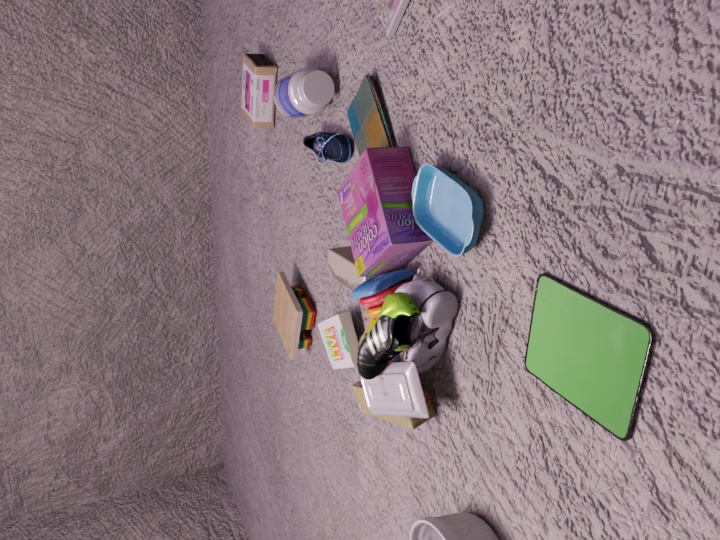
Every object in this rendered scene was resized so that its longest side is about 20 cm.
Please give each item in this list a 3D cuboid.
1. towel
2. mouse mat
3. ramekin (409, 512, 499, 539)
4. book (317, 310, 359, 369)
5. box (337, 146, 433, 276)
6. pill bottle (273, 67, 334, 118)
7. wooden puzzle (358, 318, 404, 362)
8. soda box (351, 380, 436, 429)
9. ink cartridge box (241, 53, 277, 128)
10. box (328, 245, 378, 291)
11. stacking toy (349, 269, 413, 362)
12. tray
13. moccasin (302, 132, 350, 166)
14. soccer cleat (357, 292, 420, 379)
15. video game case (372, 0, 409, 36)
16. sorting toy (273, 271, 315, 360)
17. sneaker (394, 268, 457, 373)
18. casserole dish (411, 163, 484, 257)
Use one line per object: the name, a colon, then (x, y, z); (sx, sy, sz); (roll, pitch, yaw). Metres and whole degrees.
towel: (0.023, -0.295, 1.265); (0.147, 0.022, 0.201); (133, 124, -61)
mouse mat: (0.292, 0.108, 0.783); (0.200, 0.008, 0.162); (-139, 48, -58)
ramekin: (0.178, 0.527, 1.034); (0.200, 0.105, 0.201); (173, 90, -67)
book: (-0.048, 0.183, 1.510); (0.200, 0.048, 0.134); (145, 110, -69)
box: (0.044, -0.113, 1.172); (0.176, 0.096, 0.201); (136, 123, -61)
pill bottle: (-0.139, -0.444, 1.475); (0.200, 0.112, 0.113); (-158, 63, -63)
wooden puzzle: (0.050, 0.174, 1.311); (0.200, 0.037, 0.185); (112, 144, -47)
soda box: (0.066, 0.268, 1.222); (0.200, 0.064, 0.068); (-3, 107, 59)
ink cartridge box: (-0.332, -0.585, 1.919); (0.165, 0.075, 0.201); (-127, 38, -50)
box: (0.000, 0.000, 1.323); (0.200, 0.082, 0.069); (-148, 54, -62)
stacking toy: (0.074, 0.105, 1.177); (0.110, 0.116, 0.201); (-17, 98, 61)
tray: (0.055, 0.233, 1.137); (0.200, 0.022, 0.108); (-20, 83, 59)
moccasin: (-0.086, -0.298, 1.447); (0.200, 0.068, 0.081); (-153, 60, -62)
soccer cleat: (0.048, 0.133, 1.079); (0.081, 0.067, 0.200); (51, 129, 44)
video game case: (0.052, -0.575, 1.125); (0.143, 0.018, 0.201); (123, 135, -56)
sorting toy: (-0.205, 0.137, 1.834); (0.199, 0.069, 0.201); (-122, 34, -45)
sneaker: (0.112, 0.096, 1.109); (0.115, 0.075, 0.200); (57, 141, 46)
casserole dish: (0.150, -0.106, 1.007); (0.200, 0.039, 0.122); (-130, 40, -50)
